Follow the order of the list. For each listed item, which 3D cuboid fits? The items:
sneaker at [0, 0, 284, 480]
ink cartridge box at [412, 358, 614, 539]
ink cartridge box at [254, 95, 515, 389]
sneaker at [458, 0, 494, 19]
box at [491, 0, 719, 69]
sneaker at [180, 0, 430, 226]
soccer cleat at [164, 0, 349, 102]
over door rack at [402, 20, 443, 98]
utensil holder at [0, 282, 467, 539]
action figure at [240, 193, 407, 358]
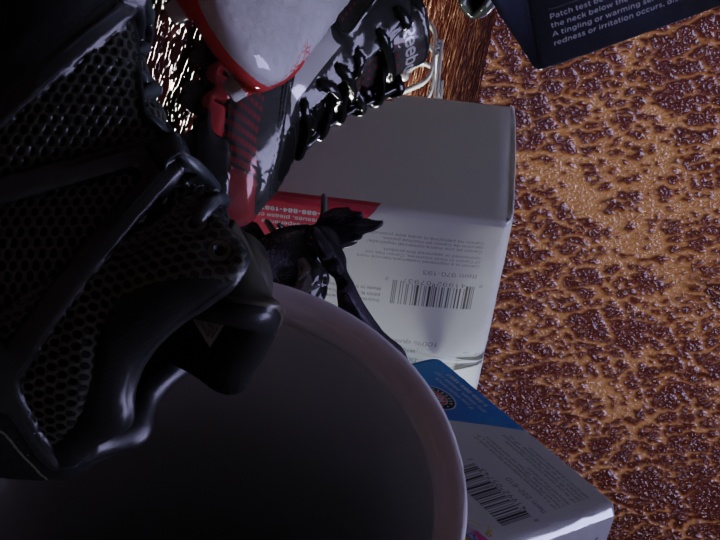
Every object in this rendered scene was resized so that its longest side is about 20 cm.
[{"bbox_3d":[-0.065,-0.038,0.560,0.076,0.114,0.201,92,11,-74],"label":"sneaker"},{"bbox_3d":[0.001,0.131,1.030,0.199,0.144,0.085,-11,128,-41],"label":"ink cartridge box"},{"bbox_3d":[0.000,0.000,1.129,0.200,0.144,0.084,98,-2,-52],"label":"ink cartridge box"},{"bbox_3d":[0.152,-0.365,2.262,0.088,0.075,0.201,-58,162,-55],"label":"sneaker"},{"bbox_3d":[0.073,-0.227,0.830,0.200,0.123,0.199,-116,-171,-47],"label":"box"},{"bbox_3d":[-0.022,-0.096,0.948,0.071,0.097,0.201,100,7,-54],"label":"sneaker"},{"bbox_3d":[-0.024,-0.132,0.831,0.085,0.069,0.200,-31,-163,19],"label":"soccer cleat"},{"bbox_3d":[0.048,-0.096,1.759,0.148,0.066,0.201,72,11,-80],"label":"over door rack"},{"bbox_3d":[-0.058,0.123,0.755,0.200,0.169,0.171,100,6,-58],"label":"utensil holder"},{"bbox_3d":[-0.046,0.038,0.950,0.103,0.118,0.200,69,24,-16],"label":"action figure"}]
